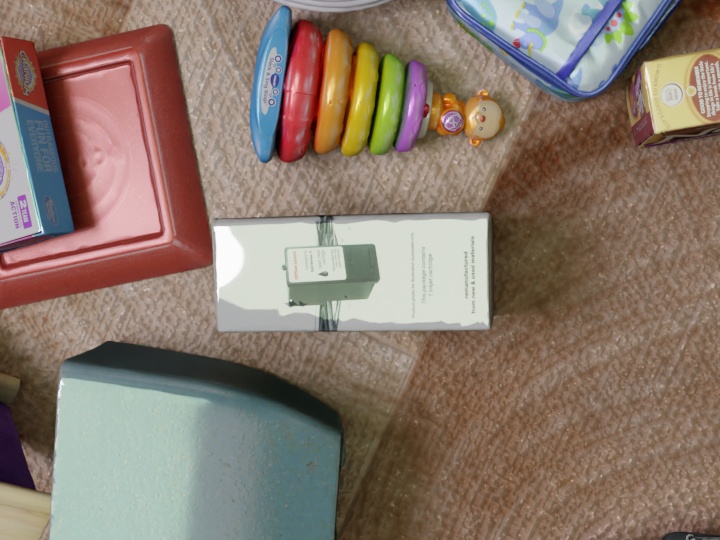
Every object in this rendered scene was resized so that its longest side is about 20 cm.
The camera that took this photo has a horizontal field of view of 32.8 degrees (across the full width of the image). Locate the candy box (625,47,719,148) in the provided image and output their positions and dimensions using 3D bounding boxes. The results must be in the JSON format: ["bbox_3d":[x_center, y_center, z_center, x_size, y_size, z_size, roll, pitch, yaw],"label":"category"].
[{"bbox_3d":[0.300,-0.136,0.889,0.197,0.117,0.057,-10,90,6],"label":"candy box"}]

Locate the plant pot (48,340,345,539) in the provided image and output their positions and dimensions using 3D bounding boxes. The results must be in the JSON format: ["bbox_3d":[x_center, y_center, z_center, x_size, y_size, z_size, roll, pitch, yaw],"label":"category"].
[{"bbox_3d":[-0.112,0.162,0.910,0.197,0.196,0.199,3,91,-2],"label":"plant pot"}]

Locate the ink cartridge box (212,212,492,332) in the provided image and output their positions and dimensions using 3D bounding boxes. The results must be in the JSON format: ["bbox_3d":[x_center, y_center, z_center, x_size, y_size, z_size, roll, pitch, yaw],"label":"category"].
[{"bbox_3d":[0.000,0.000,0.911,0.197,0.147,0.084,0,92,7],"label":"ink cartridge box"}]

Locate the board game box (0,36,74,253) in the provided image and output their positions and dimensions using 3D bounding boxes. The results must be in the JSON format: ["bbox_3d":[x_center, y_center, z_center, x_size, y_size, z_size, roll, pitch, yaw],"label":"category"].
[{"bbox_3d":[-0.330,-0.081,0.968,0.198,0.040,0.155,-13,89,25],"label":"board game box"}]

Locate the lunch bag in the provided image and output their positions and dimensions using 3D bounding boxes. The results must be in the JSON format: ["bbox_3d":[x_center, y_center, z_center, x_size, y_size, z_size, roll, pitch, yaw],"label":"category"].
[{"bbox_3d":[0.172,-0.239,0.922,0.160,0.082,0.201,38,96,2],"label":"lunch bag"}]

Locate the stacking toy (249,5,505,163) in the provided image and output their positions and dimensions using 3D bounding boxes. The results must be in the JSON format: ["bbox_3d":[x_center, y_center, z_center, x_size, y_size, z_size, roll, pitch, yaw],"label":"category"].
[{"bbox_3d":[0.016,-0.128,0.940,0.197,0.110,0.118,9,95,-6],"label":"stacking toy"}]

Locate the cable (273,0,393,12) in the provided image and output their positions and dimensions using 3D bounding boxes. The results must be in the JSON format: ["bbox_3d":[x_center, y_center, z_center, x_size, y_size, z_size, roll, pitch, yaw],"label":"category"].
[{"bbox_3d":[-0.018,-0.283,0.911,0.199,0.069,0.201,29,65,17],"label":"cable"}]

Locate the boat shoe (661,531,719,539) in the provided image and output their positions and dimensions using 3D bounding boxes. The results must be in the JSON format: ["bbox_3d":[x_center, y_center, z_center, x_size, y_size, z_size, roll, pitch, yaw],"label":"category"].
[{"bbox_3d":[0.315,0.219,0.916,0.196,0.075,0.067,-4,50,-6],"label":"boat shoe"}]

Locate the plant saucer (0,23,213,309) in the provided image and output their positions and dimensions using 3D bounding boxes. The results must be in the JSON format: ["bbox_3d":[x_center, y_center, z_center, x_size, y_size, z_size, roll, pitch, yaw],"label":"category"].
[{"bbox_3d":[-0.234,-0.084,0.991,0.197,0.037,0.203,-11,90,7],"label":"plant saucer"}]

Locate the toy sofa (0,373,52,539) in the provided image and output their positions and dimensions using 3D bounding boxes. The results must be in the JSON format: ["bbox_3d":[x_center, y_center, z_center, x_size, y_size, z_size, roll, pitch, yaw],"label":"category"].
[{"bbox_3d":[-0.283,0.126,0.914,0.082,0.200,0.098,22,101,-30],"label":"toy sofa"}]
